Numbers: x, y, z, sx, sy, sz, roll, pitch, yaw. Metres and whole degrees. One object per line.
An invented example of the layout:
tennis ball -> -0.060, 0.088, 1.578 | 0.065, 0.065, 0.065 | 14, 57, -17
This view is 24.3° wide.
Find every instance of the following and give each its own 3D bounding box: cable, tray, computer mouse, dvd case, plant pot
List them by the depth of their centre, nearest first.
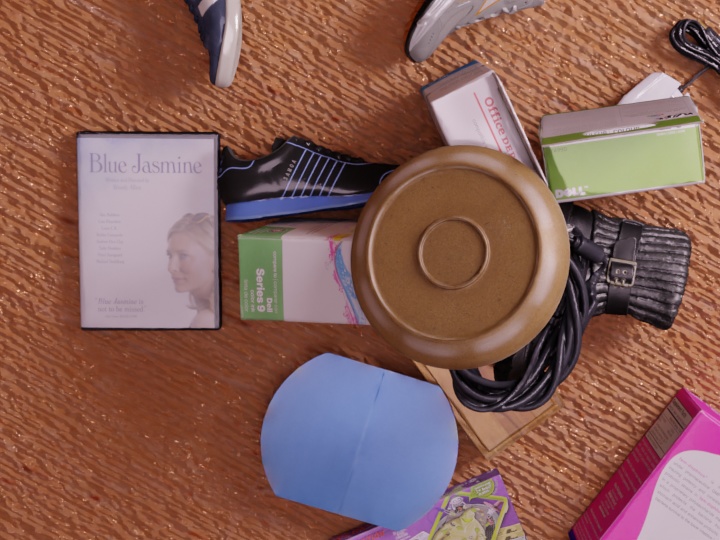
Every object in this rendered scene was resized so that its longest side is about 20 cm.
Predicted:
plant pot -> 0.084, -0.014, 1.470 | 0.199, 0.027, 0.201 | -2, 81, 15
cable -> 0.145, 0.037, 1.529 | 0.163, 0.051, 0.200 | 41, 77, -38
computer mouse -> 0.292, -0.151, 1.646 | 0.200, 0.044, 0.110 | -43, 100, 6
dvd case -> -0.210, -0.039, 1.667 | 0.142, 0.018, 0.201 | 0, 100, -1
tray -> 0.108, 0.084, 1.689 | 0.098, 0.037, 0.200 | -36, 100, 5

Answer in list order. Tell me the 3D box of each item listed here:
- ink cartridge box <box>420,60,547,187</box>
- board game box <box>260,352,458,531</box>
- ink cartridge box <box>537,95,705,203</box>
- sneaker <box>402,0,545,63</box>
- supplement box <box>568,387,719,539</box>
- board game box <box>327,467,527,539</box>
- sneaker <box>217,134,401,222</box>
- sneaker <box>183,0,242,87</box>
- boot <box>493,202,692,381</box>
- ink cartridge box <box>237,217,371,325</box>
ink cartridge box -> 0.113, -0.126, 1.566 | 0.068, 0.200, 0.116 | -26, 100, 3
board game box -> -0.001, 0.169, 1.699 | 0.199, 0.039, 0.159 | 16, 100, -4
ink cartridge box -> 0.239, -0.105, 1.530 | 0.147, 0.200, 0.076 | -7, 101, 9
sneaker -> 0.126, -0.266, 1.608 | 0.092, 0.076, 0.200 | 40, 98, -12
supplement box -> 0.313, 0.234, 1.688 | 0.101, 0.103, 0.200 | 36, 99, -6
board game box -> 0.074, 0.298, 1.731 | 0.199, 0.032, 0.120 | -23, 104, 2
sneaker -> -0.040, -0.096, 1.635 | 0.199, 0.070, 0.078 | -7, 89, -5
sneaker -> -0.157, -0.275, 1.600 | 0.084, 0.075, 0.201 | -1, 91, -3
boot -> 0.230, 0.038, 1.642 | 0.157, 0.079, 0.212 | 21, 85, -7
ink cartridge box -> 0.000, 0.000, 1.589 | 0.199, 0.145, 0.088 | 0, 98, 16
